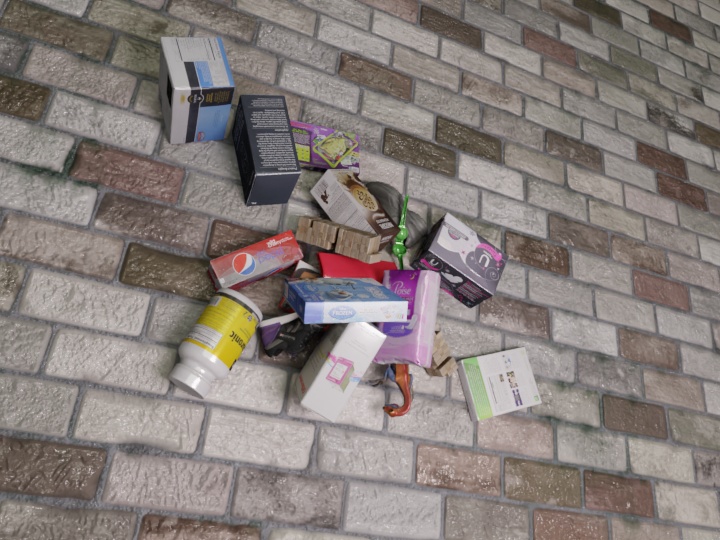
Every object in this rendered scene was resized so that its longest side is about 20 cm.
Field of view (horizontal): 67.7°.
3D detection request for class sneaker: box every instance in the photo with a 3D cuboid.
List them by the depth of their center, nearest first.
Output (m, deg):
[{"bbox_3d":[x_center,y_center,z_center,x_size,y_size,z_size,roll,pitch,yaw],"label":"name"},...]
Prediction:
[{"bbox_3d":[-0.119,0.130,1.116,0.075,0.197,0.089,11,65,-61],"label":"sneaker"},{"bbox_3d":[0.079,-0.140,1.347,0.200,0.076,0.091,45,69,2],"label":"sneaker"}]

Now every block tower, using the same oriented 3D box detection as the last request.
[{"bbox_3d":[-0.047,-0.072,1.191,0.197,0.059,0.054,20,17,25],"label":"block tower"},{"bbox_3d":[0.154,0.154,1.238,0.054,0.057,0.202,-35,104,-31],"label":"block tower"}]

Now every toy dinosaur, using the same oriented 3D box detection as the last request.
[{"bbox_3d":[0.073,0.215,1.169,0.103,0.203,0.183,-6,38,-12],"label":"toy dinosaur"}]

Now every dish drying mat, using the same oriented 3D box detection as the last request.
[{"bbox_3d":[0.000,0.000,1.197,0.197,0.018,0.077,7,40,-27],"label":"dish drying mat"}]

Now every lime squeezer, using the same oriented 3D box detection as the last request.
[{"bbox_3d":[0.096,-0.078,1.294,0.037,0.071,0.204,3,73,8],"label":"lime squeezer"}]

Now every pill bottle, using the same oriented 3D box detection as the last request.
[{"bbox_3d":[-0.289,0.145,1.064,0.110,0.111,0.202,33,62,-7],"label":"pill bottle"}]

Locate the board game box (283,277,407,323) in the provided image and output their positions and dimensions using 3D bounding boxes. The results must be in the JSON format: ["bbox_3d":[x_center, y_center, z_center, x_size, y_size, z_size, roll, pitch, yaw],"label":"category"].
[{"bbox_3d":[-0.035,0.054,1.044,0.195,0.200,0.044,1,101,-20],"label":"board game box"}]

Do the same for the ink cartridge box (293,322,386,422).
[{"bbox_3d":[-0.046,0.184,1.090,0.084,0.144,0.202,33,88,-12],"label":"ink cartridge box"}]

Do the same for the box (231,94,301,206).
[{"bbox_3d":[-0.219,-0.273,1.229,0.105,0.148,0.204,-7,73,-23],"label":"box"}]

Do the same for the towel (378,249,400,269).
[{"bbox_3d":[0.045,0.025,1.244,0.133,0.035,0.199,45,39,11],"label":"towel"}]

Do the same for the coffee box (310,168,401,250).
[{"bbox_3d":[-0.011,-0.139,1.264,0.201,0.080,0.113,52,29,11],"label":"coffee box"}]

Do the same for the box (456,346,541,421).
[{"bbox_3d":[0.340,0.275,1.316,0.197,0.036,0.147,-6,73,-25],"label":"box"}]

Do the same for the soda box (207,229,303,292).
[{"bbox_3d":[-0.230,-0.017,1.176,0.198,0.063,0.071,-24,81,-28],"label":"soda box"}]

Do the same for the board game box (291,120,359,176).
[{"bbox_3d":[-0.097,-0.308,1.361,0.196,0.032,0.122,7,72,-21],"label":"board game box"}]

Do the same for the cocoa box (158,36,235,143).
[{"bbox_3d":[-0.365,-0.394,1.185,0.129,0.200,0.135,-12,74,-26],"label":"cocoa box"}]

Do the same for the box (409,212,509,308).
[{"bbox_3d":[0.250,-0.025,1.346,0.199,0.115,0.133,35,62,-7],"label":"box"}]

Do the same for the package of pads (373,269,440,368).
[{"bbox_3d":[0.098,0.099,1.124,0.075,0.119,0.204,30,64,-52],"label":"package of pads"}]

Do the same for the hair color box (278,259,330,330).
[{"bbox_3d":[-0.073,0.072,1.202,0.198,0.061,0.103,26,55,-11],"label":"hair color box"}]
